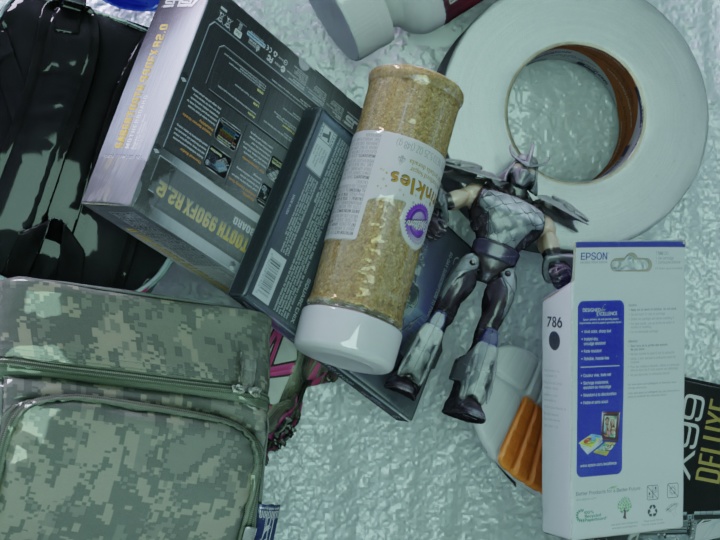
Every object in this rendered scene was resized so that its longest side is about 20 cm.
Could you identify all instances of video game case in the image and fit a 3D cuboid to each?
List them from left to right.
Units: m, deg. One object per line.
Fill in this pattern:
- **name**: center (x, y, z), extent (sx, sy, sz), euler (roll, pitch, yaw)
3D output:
- **video game case**: center (0.000, 0.000, 1.132), extent (0.200, 0.019, 0.143), euler (41, 63, -44)

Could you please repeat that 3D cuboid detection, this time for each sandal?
- **sandal**: center (0.140, 0.136, 1.202), extent (0.207, 0.059, 0.079), euler (44, 72, -24)

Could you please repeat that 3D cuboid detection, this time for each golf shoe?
- **golf shoe**: center (-0.078, 0.081, 1.173), extent (0.092, 0.073, 0.200), euler (35, 76, 11)

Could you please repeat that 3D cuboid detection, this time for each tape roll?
- **tape roll**: center (0.152, -0.112, 1.209), extent (0.200, 0.066, 0.201), euler (0, 88, -8)

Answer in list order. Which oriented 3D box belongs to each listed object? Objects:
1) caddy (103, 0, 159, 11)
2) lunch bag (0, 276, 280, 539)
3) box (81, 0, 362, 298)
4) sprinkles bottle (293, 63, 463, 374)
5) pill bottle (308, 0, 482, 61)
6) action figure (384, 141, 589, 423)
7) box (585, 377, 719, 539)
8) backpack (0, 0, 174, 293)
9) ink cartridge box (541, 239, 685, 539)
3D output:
- **caddy**: center (-0.126, -0.249, 1.122), extent (0.141, 0.200, 0.105), euler (-16, 72, -9)
- **lunch bag**: center (-0.155, 0.107, 1.039), extent (0.200, 0.139, 0.168), euler (10, 71, -21)
- **box**: center (-0.077, -0.072, 1.088), extent (0.200, 0.048, 0.159), euler (34, 68, -46)
- **sprinkles bottle**: center (0.013, -0.035, 1.080), extent (0.068, 0.068, 0.200), euler (16, 77, -6)
- **pill bottle**: center (0.058, -0.240, 1.182), extent (0.200, 0.110, 0.110), euler (-32, 91, -7)
- **action figure**: center (0.088, 0.003, 1.130), extent (0.130, 0.069, 0.200), euler (21, 81, 4)
- **box**: center (0.233, 0.179, 1.190), extent (0.158, 0.050, 0.200), euler (14, 85, -26)
- **backpack**: center (-0.195, -0.068, 1.116), extent (0.177, 0.151, 0.200), euler (16, 72, -12)
- **ink cartridge box**: center (0.172, 0.078, 1.106), extent (0.099, 0.039, 0.200), euler (0, 92, -29)
